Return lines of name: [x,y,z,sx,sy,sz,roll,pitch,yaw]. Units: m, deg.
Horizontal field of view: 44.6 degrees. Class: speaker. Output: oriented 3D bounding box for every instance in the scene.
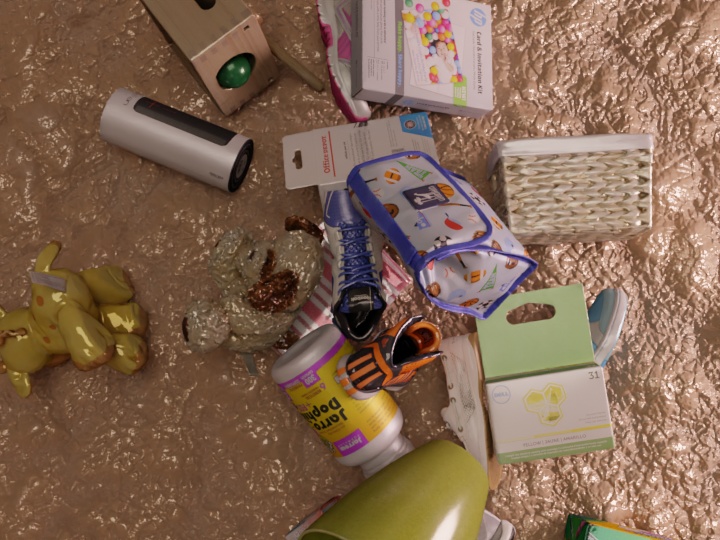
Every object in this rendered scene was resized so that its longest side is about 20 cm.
speaker: [-0.253,-0.178,1.204,0.199,0.081,0.082,23,82,6]

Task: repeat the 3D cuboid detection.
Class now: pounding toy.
pounding toy: [-0.174,-0.315,1.185,0.142,0.184,0.200,-37,73,-4]

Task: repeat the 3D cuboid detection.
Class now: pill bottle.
pill bottle: [-0.016,0.173,1.110,0.104,0.104,0.200,-38,99,-4]

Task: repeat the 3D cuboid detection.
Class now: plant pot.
plant pot: [0.060,0.298,1.018,0.187,0.187,0.200,41,53,8]

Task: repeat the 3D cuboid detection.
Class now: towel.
towel: [-0.048,0.036,1.189,0.146,0.030,0.200,43,87,8]

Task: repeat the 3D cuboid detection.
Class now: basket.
basket: [0.270,-0.101,1.146,0.199,0.136,0.124,-2,84,2]

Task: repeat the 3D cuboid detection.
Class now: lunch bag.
lunch bag: [0.090,-0.047,1.037,0.124,0.199,0.170,-51,53,21]

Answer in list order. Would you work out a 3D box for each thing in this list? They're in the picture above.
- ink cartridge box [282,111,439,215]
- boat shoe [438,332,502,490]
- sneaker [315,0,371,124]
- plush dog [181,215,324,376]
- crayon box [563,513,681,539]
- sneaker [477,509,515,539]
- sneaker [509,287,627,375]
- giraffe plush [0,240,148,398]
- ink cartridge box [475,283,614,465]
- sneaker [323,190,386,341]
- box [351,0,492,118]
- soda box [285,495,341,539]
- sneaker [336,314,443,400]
ink cartridge box: [0.001,-0.137,1.170,0.199,0.068,0.116,-9,47,1]
boat shoe: [0.139,0.183,1.140,0.069,0.071,0.201,-10,85,24]
sneaker: [-0.005,-0.299,1.211,0.088,0.081,0.201,-11,77,-1]
plush dog: [-0.108,0.022,1.090,0.160,0.172,0.201,34,41,-16]
crayon box: [0.357,0.353,1.072,0.199,0.119,0.059,13,81,4]
sneaker: [0.096,0.366,1.094,0.115,0.075,0.200,36,56,18]
sneaker: [0.254,0.091,1.141,0.130,0.080,0.201,28,82,5]
giraffe plush: [-0.396,0.080,1.136,0.162,0.200,0.173,-34,47,20]
ink cartridge box: [0.223,0.127,1.082,0.145,0.048,0.201,-9,93,5]
sneaker: [0.000,0.001,1.093,0.080,0.115,0.201,-4,102,-7]
box: [0.085,-0.298,1.191,0.199,0.041,0.157,5,79,-24]
soda box: [-0.005,0.388,1.098,0.068,0.064,0.200,-40,80,20]
sneaker: [0.061,0.099,1.078,0.112,0.200,0.078,-32,87,26]
